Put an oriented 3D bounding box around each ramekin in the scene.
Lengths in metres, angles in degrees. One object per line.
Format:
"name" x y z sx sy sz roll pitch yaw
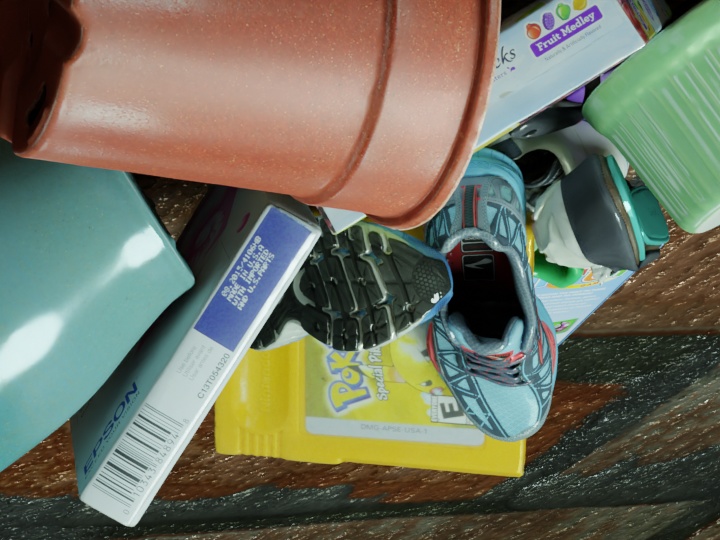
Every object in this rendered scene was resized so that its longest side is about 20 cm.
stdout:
"ramekin" 0.234 -0.108 1.553 0.200 0.098 0.200 -33 173 -4

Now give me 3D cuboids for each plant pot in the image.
"plant pot" -0.199 0.000 1.457 0.188 0.200 0.200 -32 159 -1
"plant pot" -0.065 -0.122 1.266 0.194 0.202 0.201 1 153 -23

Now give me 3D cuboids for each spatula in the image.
"spatula" 0.131 -0.100 1.617 0.056 0.021 0.200 -30 180 28

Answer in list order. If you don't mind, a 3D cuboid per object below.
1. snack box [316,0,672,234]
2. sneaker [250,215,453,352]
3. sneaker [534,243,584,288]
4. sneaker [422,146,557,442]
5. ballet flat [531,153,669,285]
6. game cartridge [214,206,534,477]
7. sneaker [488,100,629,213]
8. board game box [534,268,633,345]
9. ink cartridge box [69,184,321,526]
"snack box" 0.069 -0.101 1.491 0.199 0.053 0.142 -30 -175 17
"sneaker" 0.000 0.000 1.573 0.090 0.079 0.200 -14 -174 -29
"sneaker" 0.070 -0.021 1.744 0.199 0.084 0.074 -1 154 -35
"sneaker" 0.069 0.031 1.601 0.079 0.096 0.201 -9 124 9
"ballet flat" 0.138 -0.025 1.603 0.073 0.073 0.200 -22 173 11
"game cartridge" 0.007 0.041 1.693 0.199 0.032 0.177 3 115 6
"sneaker" 0.111 -0.065 1.684 0.073 0.071 0.200 -28 156 26
"board game box" 0.102 0.019 1.930 0.151 0.037 0.200 -4 156 -28
"ink cartridge box" -0.101 0.026 1.551 0.043 0.200 0.197 30 98 -17
